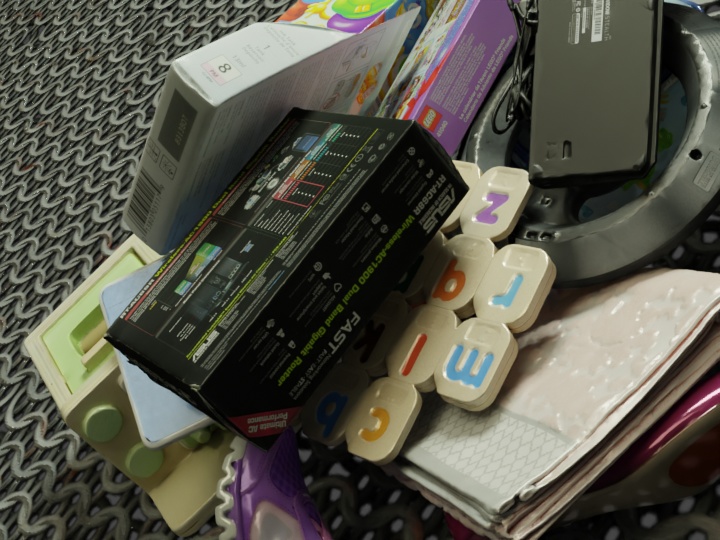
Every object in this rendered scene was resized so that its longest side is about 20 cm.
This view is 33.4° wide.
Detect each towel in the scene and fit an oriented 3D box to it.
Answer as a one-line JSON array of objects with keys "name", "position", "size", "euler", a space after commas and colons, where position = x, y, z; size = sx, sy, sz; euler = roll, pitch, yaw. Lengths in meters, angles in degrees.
[{"name": "towel", "position": [0.102, 0.060, 0.682], "size": [0.191, 0.032, 0.200], "euler": [-41, 18, -14]}]

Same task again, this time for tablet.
[{"name": "tablet", "position": [-0.074, 0.025, 0.810], "size": [0.198, 0.014, 0.131], "euler": [-26, 63, 3]}]

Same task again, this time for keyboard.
[{"name": "keyboard", "position": [0.136, -0.145, 0.720], "size": [0.103, 0.040, 0.203], "euler": [-2, 75, 31]}]

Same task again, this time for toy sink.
[{"name": "toy sink", "position": [-0.152, 0.077, 0.895], "size": [0.130, 0.112, 0.200], "euler": [-44, 36, -4]}]

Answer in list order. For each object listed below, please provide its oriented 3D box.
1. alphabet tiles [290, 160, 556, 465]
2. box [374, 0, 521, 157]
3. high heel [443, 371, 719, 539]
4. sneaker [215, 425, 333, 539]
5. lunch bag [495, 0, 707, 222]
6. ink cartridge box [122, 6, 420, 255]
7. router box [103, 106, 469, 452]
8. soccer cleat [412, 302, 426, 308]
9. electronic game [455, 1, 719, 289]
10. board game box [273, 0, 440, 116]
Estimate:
[{"name": "alphabet tiles", "position": [0.022, 0.018, 0.731], "size": [0.199, 0.015, 0.197], "euler": [13, 69, 45]}, {"name": "box", "position": [0.076, -0.168, 0.845], "size": [0.201, 0.039, 0.137], "euler": [-61, 12, -6]}, {"name": "high heel", "position": [0.128, 0.092, 0.653], "size": [0.199, 0.067, 0.097], "euler": [-38, 46, 9]}, {"name": "sneaker", "position": [-0.027, 0.180, 0.674], "size": [0.087, 0.080, 0.203], "euler": [-14, 69, 16]}, {"name": "lunch bag", "position": [0.159, -0.132, 0.858], "size": [0.161, 0.082, 0.200], "euler": [-42, 34, 6]}, {"name": "ink cartridge box", "position": [-0.063, -0.109, 0.832], "size": [0.200, 0.057, 0.163], "euler": [-39, -13, -39]}, {"name": "router box", "position": [-0.048, -0.004, 0.722], "size": [0.201, 0.062, 0.149], "euler": [-51, 31, -13]}, {"name": "soccer cleat", "position": [0.000, 0.000, 0.869], "size": [0.085, 0.068, 0.201], "euler": [-44, 48, 30]}, {"name": "electronic game", "position": [0.143, -0.080, 0.734], "size": [0.198, 0.042, 0.202], "euler": [-22, 49, 28]}, {"name": "board game box", "position": [0.029, -0.204, 0.996], "size": [0.104, 0.104, 0.200], "euler": [19, 56, 43]}]
